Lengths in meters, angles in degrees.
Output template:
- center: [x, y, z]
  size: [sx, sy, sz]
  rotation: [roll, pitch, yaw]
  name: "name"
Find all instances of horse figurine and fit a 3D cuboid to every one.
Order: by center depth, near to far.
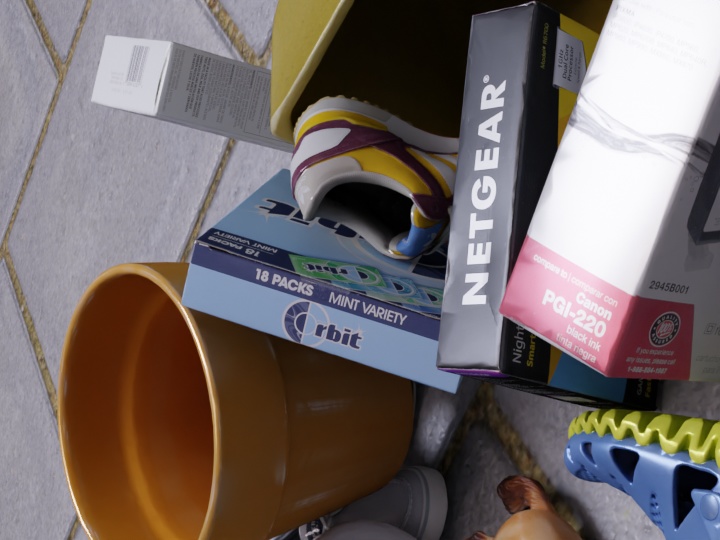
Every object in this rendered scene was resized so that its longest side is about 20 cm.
- center: [0.108, 0.204, 0.922]
  size: [0.133, 0.049, 0.202]
  rotation: [-50, 43, 51]
  name: "horse figurine"

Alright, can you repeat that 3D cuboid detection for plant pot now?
- center: [0.054, -0.192, 1.015]
  size: [0.196, 0.192, 0.201]
  rotation: [-57, 29, 32]
  name: "plant pot"
- center: [-0.072, 0.093, 1.016]
  size: [0.199, 0.182, 0.203]
  rotation: [5, 96, 51]
  name: "plant pot"

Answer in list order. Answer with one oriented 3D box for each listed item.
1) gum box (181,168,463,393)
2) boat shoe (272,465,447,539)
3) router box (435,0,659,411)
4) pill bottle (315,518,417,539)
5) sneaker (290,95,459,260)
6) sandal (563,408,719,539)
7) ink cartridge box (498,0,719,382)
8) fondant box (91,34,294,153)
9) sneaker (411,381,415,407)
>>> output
- center: [0.000, 0.000, 0.965]
  size: [0.200, 0.168, 0.045]
  rotation: [-53, -20, -71]
  name: "gum box"
- center: [-0.014, 0.189, 1.111]
  size: [0.199, 0.068, 0.073]
  rotation: [-32, 53, 50]
  name: "boat shoe"
- center: [0.116, -0.030, 0.877]
  size: [0.051, 0.148, 0.203]
  rotation: [-3, 77, 44]
  name: "router box"
- center: [-0.028, 0.262, 1.061]
  size: [0.200, 0.115, 0.118]
  rotation: [-50, 41, 46]
  name: "pill bottle"
- center: [0.052, -0.039, 0.944]
  size: [0.091, 0.197, 0.075]
  rotation: [-90, 14, -45]
  name: "sneaker"
- center: [0.175, 0.119, 0.812]
  size: [0.199, 0.079, 0.088]
  rotation: [5, 88, 61]
  name: "sandal"
- center: [0.174, -0.050, 0.790]
  size: [0.084, 0.145, 0.202]
  rotation: [30, 108, 44]
  name: "ink cartridge box"
- center: [-0.093, -0.131, 1.219]
  size: [0.144, 0.198, 0.059]
  rotation: [19, 95, 59]
  name: "fondant box"
- center: [0.005, 0.038, 1.130]
  size: [0.080, 0.077, 0.203]
  rotation: [-160, 82, -69]
  name: "sneaker"
